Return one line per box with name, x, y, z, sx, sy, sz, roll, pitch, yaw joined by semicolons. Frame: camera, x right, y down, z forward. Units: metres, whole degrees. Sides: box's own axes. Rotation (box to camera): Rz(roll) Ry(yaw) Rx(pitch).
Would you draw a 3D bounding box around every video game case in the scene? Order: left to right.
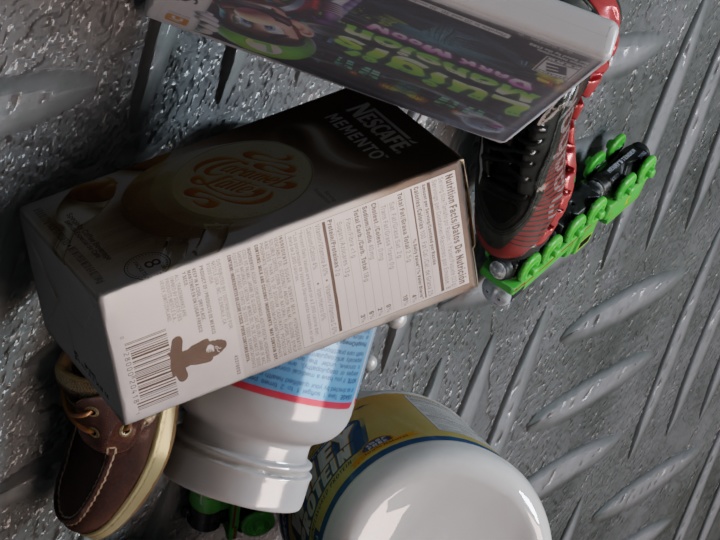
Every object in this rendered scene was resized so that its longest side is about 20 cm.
video game case;0.004;-0.119;1.309;0.182;0.199;0.023;143;-35;-74

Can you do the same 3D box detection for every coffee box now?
coffee box;-0.055;-0.012;1.380;0.199;0.114;0.080;-21;123;-19

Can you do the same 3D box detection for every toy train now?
toy train;-0.074;0.094;1.655;0.056;0.042;0.201;-7;137;-17
toy train;0.147;-0.035;1.967;0.200;0.042;0.057;-38;158;-43

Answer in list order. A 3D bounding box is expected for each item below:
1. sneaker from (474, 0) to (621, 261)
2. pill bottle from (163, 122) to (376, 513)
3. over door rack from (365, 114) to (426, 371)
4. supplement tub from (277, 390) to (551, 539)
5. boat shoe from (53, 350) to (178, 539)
sneaker;0.105;-0.094;1.786;0.098;0.071;0.201;-24;135;-55
pill bottle;-0.045;0.027;1.525;0.109;0.108;0.201;4;103;-65
over door rack;0.000;0.000;1.681;0.148;0.066;0.201;-47;154;-30
supplement tub;0.027;0.157;1.722;0.145;0.144;0.200;-62;-163;3
boat shoe;-0.135;0.057;1.486;0.072;0.072;0.201;8;122;-33
